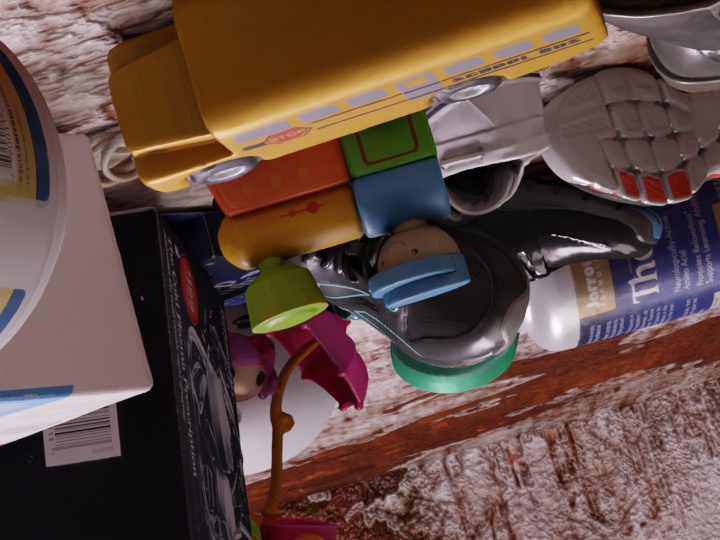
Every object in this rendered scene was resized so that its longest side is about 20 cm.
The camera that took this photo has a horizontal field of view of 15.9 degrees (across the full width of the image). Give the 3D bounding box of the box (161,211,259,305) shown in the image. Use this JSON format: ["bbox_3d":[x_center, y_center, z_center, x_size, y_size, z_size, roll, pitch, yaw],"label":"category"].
[{"bbox_3d":[-0.087,-0.006,1.516,0.121,0.032,0.200,-23,167,38],"label":"box"}]

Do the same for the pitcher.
[{"bbox_3d":[-0.122,0.071,1.688,0.171,0.121,0.200,28,-154,29],"label":"pitcher"}]

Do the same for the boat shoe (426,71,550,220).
[{"bbox_3d":[0.050,-0.058,1.328,0.073,0.065,0.200,-15,171,-11],"label":"boat shoe"}]

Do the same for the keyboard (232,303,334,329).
[{"bbox_3d":[0.000,0.000,1.679,0.104,0.040,0.200,-7,-173,25],"label":"keyboard"}]

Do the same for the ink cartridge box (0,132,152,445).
[{"bbox_3d":[-0.221,0.027,1.177,0.200,0.125,0.128,-21,169,32],"label":"ink cartridge box"}]

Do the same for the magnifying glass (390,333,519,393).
[{"bbox_3d":[0.093,0.015,1.698,0.080,0.022,0.200,22,-136,29],"label":"magnifying glass"}]

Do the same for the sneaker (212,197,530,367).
[{"bbox_3d":[0.002,-0.003,1.356,0.200,0.076,0.079,21,-179,43],"label":"sneaker"}]

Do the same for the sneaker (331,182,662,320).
[{"bbox_3d":[0.073,-0.009,1.453,0.200,0.082,0.073,0,178,22],"label":"sneaker"}]

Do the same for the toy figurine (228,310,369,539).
[{"bbox_3d":[-0.073,0.097,1.532,0.200,0.184,0.150,13,176,-29],"label":"toy figurine"}]

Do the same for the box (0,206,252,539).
[{"bbox_3d":[-0.128,0.091,1.379,0.104,0.200,0.182,-9,164,5],"label":"box"}]

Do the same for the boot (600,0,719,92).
[{"bbox_3d":[0.191,-0.135,1.151,0.182,0.073,0.200,-20,164,10],"label":"boot"}]

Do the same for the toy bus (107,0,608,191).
[{"bbox_3d":[-0.005,-0.093,1.028,0.200,0.065,0.078,-18,170,9],"label":"toy bus"}]

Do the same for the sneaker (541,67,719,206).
[{"bbox_3d":[0.150,-0.067,1.435,0.082,0.077,0.200,-16,173,40],"label":"sneaker"}]

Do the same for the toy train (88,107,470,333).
[{"bbox_3d":[-0.053,-0.022,1.210,0.200,0.116,0.085,-16,170,-1],"label":"toy train"}]

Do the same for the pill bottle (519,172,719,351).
[{"bbox_3d":[0.151,-0.013,1.626,0.200,0.111,0.111,-15,171,-7],"label":"pill bottle"}]

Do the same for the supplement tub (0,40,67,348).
[{"bbox_3d":[-0.199,-0.030,0.823,0.145,0.145,0.200,-19,170,19],"label":"supplement tub"}]
